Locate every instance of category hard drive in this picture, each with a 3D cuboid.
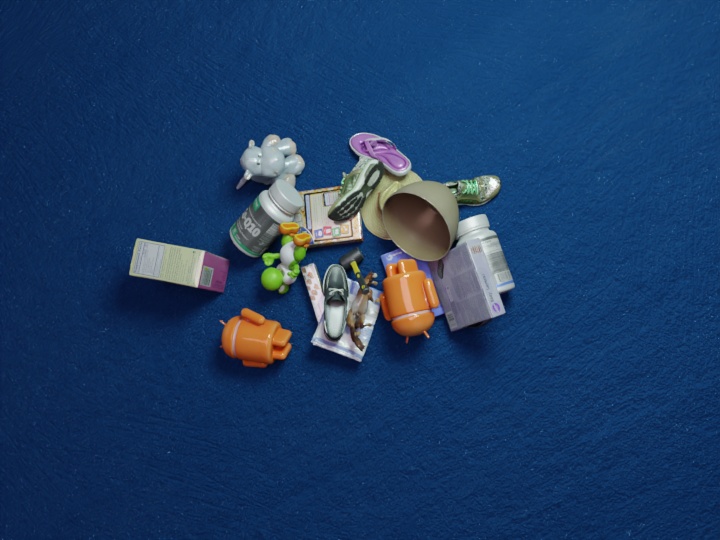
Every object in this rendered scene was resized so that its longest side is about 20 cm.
[{"bbox_3d":[0.146,0.034,1.533,0.130,0.025,0.204,-20,82,6],"label":"hard drive"}]

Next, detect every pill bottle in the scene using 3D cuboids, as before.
[{"bbox_3d":[0.309,-0.032,1.472,0.112,0.114,0.204,-19,81,6],"label":"pill bottle"},{"bbox_3d":[-0.250,-0.140,1.540,0.200,0.113,0.114,-44,79,21],"label":"pill bottle"}]

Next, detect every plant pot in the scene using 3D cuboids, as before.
[{"bbox_3d":[0.170,-0.146,1.447,0.199,0.202,0.135,35,55,11],"label":"plant pot"}]

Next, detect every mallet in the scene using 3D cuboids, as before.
[{"bbox_3d":[0.000,0.000,1.491,0.065,0.200,0.041,-36,120,-1],"label":"mallet"}]

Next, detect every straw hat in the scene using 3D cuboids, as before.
[{"bbox_3d":[0.087,-0.187,1.535,0.196,0.085,0.206,-1,84,9],"label":"straw hat"}]

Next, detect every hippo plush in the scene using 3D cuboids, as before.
[{"bbox_3d":[-0.260,-0.308,1.562,0.195,0.161,0.163,7,85,9],"label":"hippo plush"}]

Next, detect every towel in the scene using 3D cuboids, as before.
[{"bbox_3d":[-0.031,0.125,1.525,0.144,0.024,0.203,22,77,-3],"label":"towel"}]

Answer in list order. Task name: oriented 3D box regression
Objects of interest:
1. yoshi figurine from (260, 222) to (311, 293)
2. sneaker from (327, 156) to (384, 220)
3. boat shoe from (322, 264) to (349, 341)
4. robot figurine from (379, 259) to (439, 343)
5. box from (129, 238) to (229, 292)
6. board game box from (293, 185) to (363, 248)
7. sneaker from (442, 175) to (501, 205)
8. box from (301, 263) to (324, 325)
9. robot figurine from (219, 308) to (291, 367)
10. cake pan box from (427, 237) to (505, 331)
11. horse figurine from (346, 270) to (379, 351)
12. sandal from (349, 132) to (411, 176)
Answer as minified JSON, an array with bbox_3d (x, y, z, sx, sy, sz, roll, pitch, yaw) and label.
[{"bbox_3d":[-0.206,-0.019,1.518,0.110,0.113,0.203,15,122,-11],"label":"yoshi figurine"},{"bbox_3d":[-0.024,-0.219,1.525,0.201,0.077,0.088,-49,54,-3],"label":"sneaker"},{"bbox_3d":[-0.062,0.080,1.487,0.074,0.060,0.205,-2,79,-7],"label":"boat shoe"},{"bbox_3d":[0.121,0.077,1.455,0.141,0.117,0.204,-13,82,2],"label":"robot figurine"},{"bbox_3d":[-0.483,-0.009,1.556,0.196,0.176,0.099,10,85,9],"label":"box"},{"bbox_3d":[-0.096,-0.146,1.578,0.195,0.046,0.155,-6,83,8],"label":"board game box"},{"bbox_3d":[0.273,-0.209,1.508,0.196,0.089,0.079,-13,82,7],"label":"sneaker"},{"bbox_3d":[-0.111,0.082,1.560,0.038,0.041,0.204,-19,81,5],"label":"box"},{"bbox_3d":[-0.284,0.183,1.537,0.195,0.145,0.119,7,63,9],"label":"robot figurine"},{"bbox_3d":[0.259,0.043,1.427,0.051,0.184,0.204,-14,79,-26],"label":"cake pan box"},{"bbox_3d":[0.006,0.098,1.475,0.049,0.132,0.204,17,89,-18],"label":"horse figurine"},{"bbox_3d":[0.056,-0.328,1.555,0.201,0.050,0.083,33,68,22],"label":"sandal"}]
